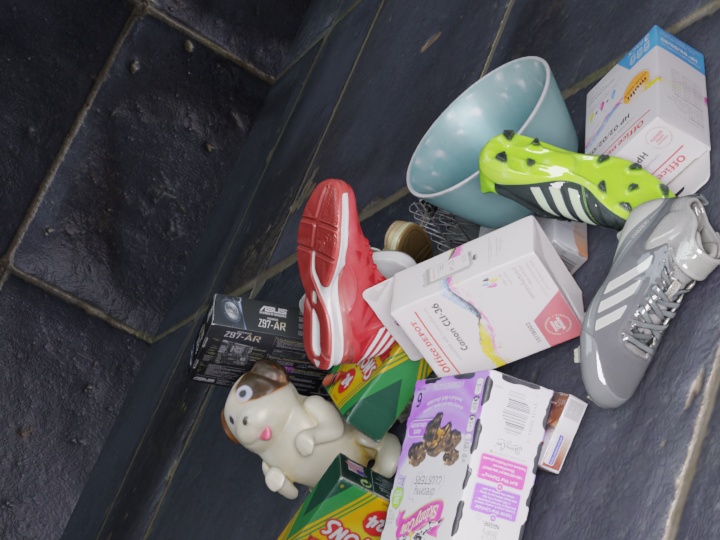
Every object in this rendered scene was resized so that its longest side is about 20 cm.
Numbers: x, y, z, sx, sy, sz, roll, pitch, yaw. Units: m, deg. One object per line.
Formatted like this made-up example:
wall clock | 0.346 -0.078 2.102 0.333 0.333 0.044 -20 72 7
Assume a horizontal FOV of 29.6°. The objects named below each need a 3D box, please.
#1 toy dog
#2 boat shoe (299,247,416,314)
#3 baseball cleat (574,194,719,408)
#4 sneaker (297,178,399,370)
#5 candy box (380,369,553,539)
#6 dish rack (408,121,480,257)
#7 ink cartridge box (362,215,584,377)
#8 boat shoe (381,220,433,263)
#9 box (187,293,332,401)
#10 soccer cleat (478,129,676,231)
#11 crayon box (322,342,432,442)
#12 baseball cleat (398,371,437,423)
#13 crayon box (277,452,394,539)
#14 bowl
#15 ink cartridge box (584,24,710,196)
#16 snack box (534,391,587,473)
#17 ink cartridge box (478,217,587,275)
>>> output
toy dog | -0.067 0.189 1.633 0.140 0.200 0.194 -51 19 29
boat shoe | 0.001 0.005 1.536 0.200 0.071 0.064 -23 32 52
baseball cleat | 0.249 0.020 1.166 0.106 0.070 0.200 -15 53 56
sneaker | 0.000 0.000 1.434 0.078 0.115 0.200 27 117 52
candy box | 0.094 0.204 1.292 0.168 0.071 0.200 -21 53 67
dish rack | 0.113 -0.099 1.635 0.054 0.200 0.154 14 70 30
ink cartridge box | 0.110 0.041 1.363 0.200 0.117 0.068 -24 32 22
boat shoe | 0.046 0.006 1.647 0.074 0.066 0.200 -48 -29 -25
box | -0.099 0.099 1.660 0.160 0.200 0.044 119 157 -56
soccer cleat | 0.208 -0.075 1.299 0.081 0.200 0.068 93 -160 -60
crayon box | 0.045 0.079 1.520 0.200 0.051 0.127 -54 20 3
baseball cleat | 0.066 0.128 1.601 0.107 0.070 0.200 -55 21 -16
crayon box | -0.021 0.304 1.435 0.200 0.127 0.051 -57 17 19
bowl | 0.158 -0.125 1.477 0.201 0.105 0.201 -39 25 22
ink cartridge box | 0.283 -0.136 1.351 0.115 0.068 0.200 -48 21 40
snack box | 0.154 0.151 1.337 0.072 0.024 0.200 -67 17 -9
ink cartridge box | 0.188 -0.030 1.518 0.162 0.050 0.200 -50 15 35
